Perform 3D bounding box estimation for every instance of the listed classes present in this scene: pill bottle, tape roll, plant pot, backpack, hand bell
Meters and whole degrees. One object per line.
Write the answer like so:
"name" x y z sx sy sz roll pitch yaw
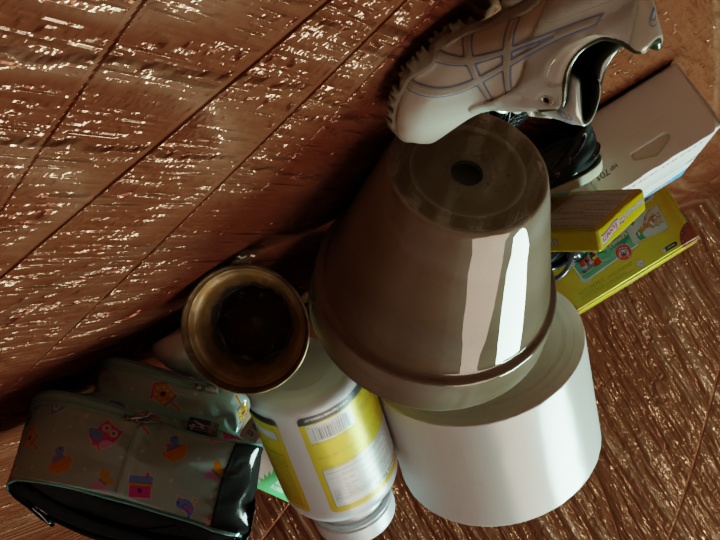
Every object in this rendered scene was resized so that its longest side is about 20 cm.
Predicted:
"pill bottle" -0.029 0.156 1.054 0.112 0.112 0.200 -28 128 -15
"tape roll" 0.120 0.120 1.095 0.202 0.203 0.139 -29 129 -15
"plant pot" 0.064 -0.021 0.876 0.200 0.200 0.174 -27 152 -23
"backpack" -0.189 0.158 0.970 0.199 0.154 0.176 9 162 -9
"hand bell" -0.077 0.036 1.001 0.104 0.104 0.200 -33 -179 10

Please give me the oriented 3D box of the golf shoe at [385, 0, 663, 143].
"golf shoe" 0.093 -0.116 0.692 0.078 0.097 0.200 -24 169 -42

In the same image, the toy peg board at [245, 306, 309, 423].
"toy peg board" -0.089 0.105 1.282 0.199 0.098 0.200 -8 159 -25

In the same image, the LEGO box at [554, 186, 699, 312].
"LEGO box" 0.296 -0.046 1.449 0.200 0.149 0.077 -31 170 4

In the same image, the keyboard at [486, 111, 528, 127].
"keyboard" 0.122 -0.116 0.932 0.104 0.040 0.200 -26 167 -32

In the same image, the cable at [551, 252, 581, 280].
"cable" 0.138 -0.025 1.149 0.163 0.051 0.200 -11 -159 12

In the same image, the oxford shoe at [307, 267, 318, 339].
"oxford shoe" 0.000 0.000 1.049 0.070 0.075 0.200 2 -164 10

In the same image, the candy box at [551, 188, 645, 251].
"candy box" 0.153 -0.045 1.079 0.200 0.026 0.102 0 -154 39

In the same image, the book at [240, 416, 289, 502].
"book" -0.038 0.132 1.143 0.200 0.048 0.134 -54 140 -1

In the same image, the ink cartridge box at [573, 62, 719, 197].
"ink cartridge box" 0.283 -0.121 1.235 0.146 0.086 0.200 -31 168 -2

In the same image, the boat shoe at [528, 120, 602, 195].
"boat shoe" 0.146 -0.092 1.057 0.199 0.074 0.066 -25 126 -25

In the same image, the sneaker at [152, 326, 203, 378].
"sneaker" -0.122 0.086 1.045 0.075 0.089 0.200 -31 169 5
